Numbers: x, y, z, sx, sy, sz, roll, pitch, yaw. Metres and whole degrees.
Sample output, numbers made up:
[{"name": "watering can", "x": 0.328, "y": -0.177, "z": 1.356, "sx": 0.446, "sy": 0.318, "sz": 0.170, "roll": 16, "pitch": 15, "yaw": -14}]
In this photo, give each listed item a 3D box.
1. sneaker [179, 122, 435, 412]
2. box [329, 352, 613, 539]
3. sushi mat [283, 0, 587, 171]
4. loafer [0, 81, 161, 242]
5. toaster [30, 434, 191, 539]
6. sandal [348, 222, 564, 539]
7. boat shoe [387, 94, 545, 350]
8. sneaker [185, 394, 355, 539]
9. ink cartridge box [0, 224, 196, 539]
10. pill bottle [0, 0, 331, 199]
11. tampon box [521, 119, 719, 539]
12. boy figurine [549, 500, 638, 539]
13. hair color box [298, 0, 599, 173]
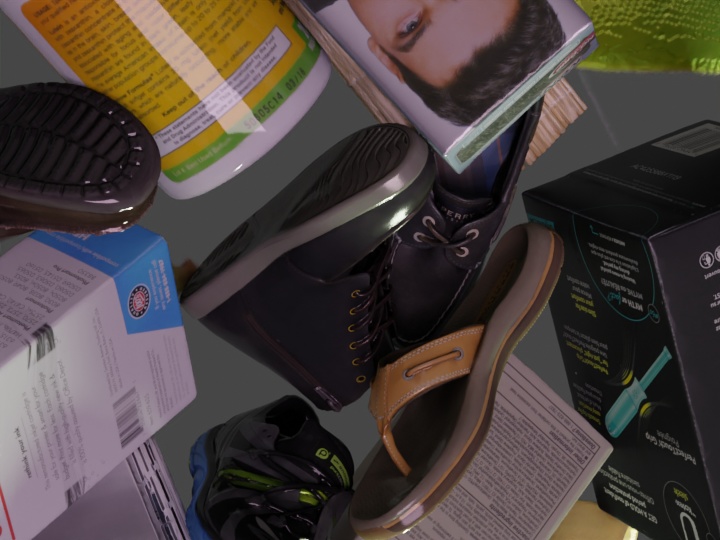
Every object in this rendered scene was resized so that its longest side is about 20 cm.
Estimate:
[{"name": "sneaker", "x": 0.000, "y": 0.000, "z": 1.095, "sx": 0.106, "sy": 0.200, "sz": 0.075, "roll": 40, "pitch": 52, "yaw": -14}, {"name": "box", "x": 0.036, "y": 0.145, "z": 1.145, "sx": 0.095, "sy": 0.078, "sz": 0.200, "roll": 44, "pitch": 71, "yaw": -13}, {"name": "sushi mat", "x": 0.030, "y": -0.130, "z": 1.141, "sx": 0.096, "sy": 0.012, "sz": 0.200, "roll": -39, "pitch": 108, "yaw": 2}, {"name": "loafer", "x": -0.179, "y": -0.050, "z": 1.063, "sx": 0.073, "sy": 0.200, "sz": 0.071, "roll": -58, "pitch": 144, "yaw": -30}, {"name": "toaster", "x": -0.144, "y": 0.173, "z": 1.119, "sx": 0.129, "sy": 0.200, "sz": 0.114, "roll": -22, "pitch": 145, "yaw": -8}, {"name": "sandal", "x": 0.040, "y": 0.050, "z": 1.088, "sx": 0.054, "sy": 0.080, "sz": 0.200, "roll": 37, "pitch": 67, "yaw": -19}, {"name": "boat shoe", "x": 0.048, "y": -0.042, "z": 1.133, "sx": 0.069, "sy": 0.057, "sz": 0.200, "roll": 16, "pitch": 109, "yaw": -9}, {"name": "sneaker", "x": -0.042, "y": 0.119, "z": 1.096, "sx": 0.083, "sy": 0.200, "sz": 0.071, "roll": -37, "pitch": 112, "yaw": 8}, {"name": "ink cartridge box", "x": -0.179, "y": 0.068, "z": 1.059, "sx": 0.200, "sy": 0.067, "sz": 0.116, "roll": -40, "pitch": 141, "yaw": -34}, {"name": "pill bottle", "x": -0.117, "y": -0.143, "z": 1.059, "sx": 0.111, "sy": 0.111, "sz": 0.200, "roll": -40, "pitch": 108, "yaw": 2}, {"name": "tampon box", "x": 0.193, "y": 0.040, "z": 1.137, "sx": 0.126, "sy": 0.150, "sz": 0.200, "roll": -22, "pitch": 109, "yaw": -17}, {"name": "boy figurine", "x": 0.133, "y": 0.233, "z": 1.213, "sx": 0.064, "sy": 0.124, "sz": 0.200, "roll": -4, "pitch": 74, "yaw": 17}, {"name": "hair color box", "x": 0.017, "y": -0.157, "z": 1.063, "sx": 0.099, "sy": 0.061, "sz": 0.200, "roll": -42, "pitch": 80, "yaw": 3}]
